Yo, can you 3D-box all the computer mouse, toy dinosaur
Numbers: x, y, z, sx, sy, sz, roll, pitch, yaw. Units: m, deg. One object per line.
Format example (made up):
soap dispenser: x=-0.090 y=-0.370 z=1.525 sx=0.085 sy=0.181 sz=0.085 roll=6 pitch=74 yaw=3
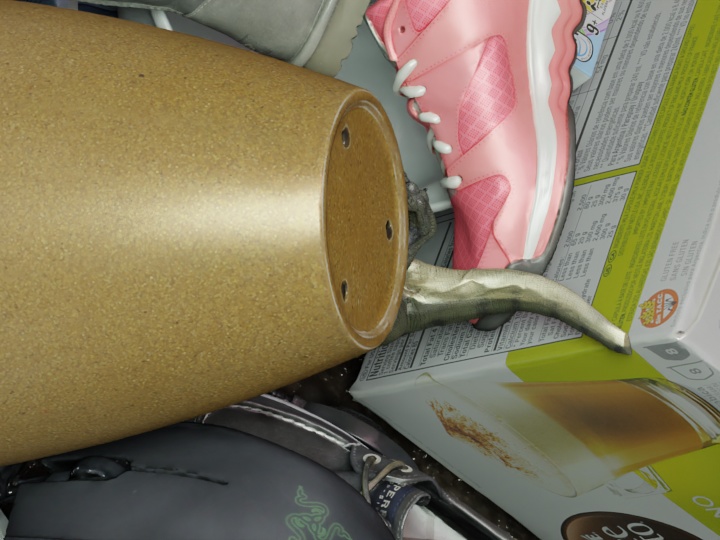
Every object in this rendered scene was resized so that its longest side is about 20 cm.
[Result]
computer mouse: x=-0.076 y=0.094 z=1.091 sx=0.200 sy=0.053 sz=0.139 roll=13 pitch=41 yaw=19
toy dinosaur: x=0.000 y=0.000 z=1.128 sx=0.047 sy=0.200 sz=0.088 roll=-66 pitch=145 yaw=-57

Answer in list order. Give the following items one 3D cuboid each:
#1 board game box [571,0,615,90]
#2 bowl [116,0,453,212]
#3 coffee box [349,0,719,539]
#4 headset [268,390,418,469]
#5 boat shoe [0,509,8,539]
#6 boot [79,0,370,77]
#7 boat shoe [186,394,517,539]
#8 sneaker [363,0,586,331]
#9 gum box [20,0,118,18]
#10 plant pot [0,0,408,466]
board game box: x=0.061 y=-0.184 z=1.256 sx=0.134 sy=0.034 sz=0.200 roll=33 pitch=52 yaw=-18
bowl: x=-0.028 y=-0.100 z=1.231 sx=0.201 sy=0.090 sz=0.201 roll=17 pitch=58 yaw=-30
coffee box: x=0.153 y=0.010 z=1.260 sx=0.200 sy=0.198 sz=0.200 roll=38 pitch=58 yaw=-30
headset: x=-0.042 y=0.097 z=1.237 sx=0.123 sy=0.094 sz=0.200 roll=-29 pitch=102 yaw=-32
boat shoe: x=-0.211 y=0.072 z=1.144 sx=0.200 sy=0.067 sz=0.074 roll=35 pitch=60 yaw=-12
boot: x=-0.076 y=-0.174 z=1.104 sx=0.200 sy=0.073 sz=0.182 roll=20 pitch=87 yaw=-17
boat shoe: x=0.012 y=0.106 z=1.162 sx=0.200 sy=0.066 sz=0.070 roll=38 pitch=58 yaw=-4
sneaker: x=0.041 y=-0.078 z=1.163 sx=0.087 sy=0.074 sz=0.200 roll=6 pitch=89 yaw=-7
gum box: x=-0.066 y=-0.102 z=1.299 sx=0.170 sy=0.045 sz=0.200 roll=-1 pitch=73 yaw=-29
plant pot: x=-0.090 y=-0.017 z=1.057 sx=0.186 sy=0.200 sz=0.187 roll=-2 pitch=90 yaw=-71
